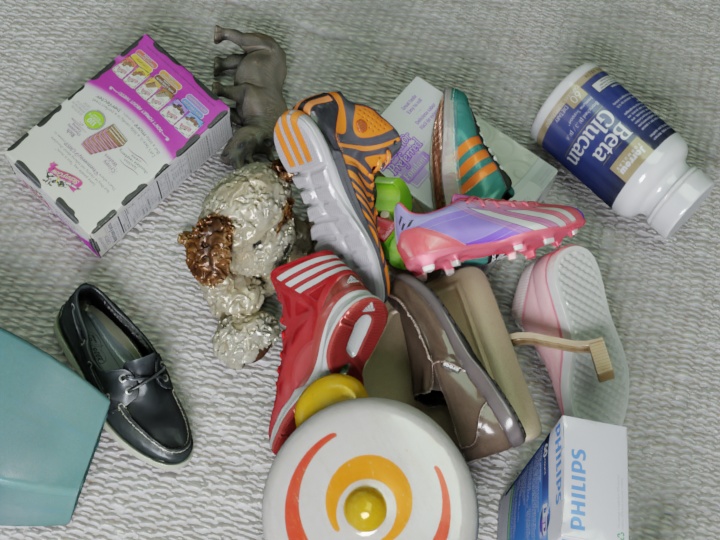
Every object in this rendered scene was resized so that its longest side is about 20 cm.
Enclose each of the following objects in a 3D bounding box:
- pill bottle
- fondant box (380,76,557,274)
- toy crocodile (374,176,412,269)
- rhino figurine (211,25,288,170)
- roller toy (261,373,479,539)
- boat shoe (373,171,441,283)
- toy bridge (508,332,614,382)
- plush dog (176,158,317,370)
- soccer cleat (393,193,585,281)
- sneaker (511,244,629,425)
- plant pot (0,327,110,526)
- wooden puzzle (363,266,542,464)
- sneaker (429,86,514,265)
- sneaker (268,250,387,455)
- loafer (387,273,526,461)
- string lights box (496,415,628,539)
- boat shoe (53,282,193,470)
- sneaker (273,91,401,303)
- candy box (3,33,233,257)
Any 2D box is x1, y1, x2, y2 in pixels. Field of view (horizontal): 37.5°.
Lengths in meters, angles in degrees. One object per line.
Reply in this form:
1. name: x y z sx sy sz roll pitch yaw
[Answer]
1. pill bottle: 0.300 -0.133 1.209 0.111 0.112 0.200 -37 71 -28
2. fondant box: 0.099 -0.107 1.185 0.199 0.059 0.145 35 59 12
3. toy crocodile: 0.000 0.000 1.043 0.067 0.062 0.202 18 69 30
4. rhino figurine: -0.124 -0.187 1.190 0.086 0.060 0.203 1 60 -7
5. roller toy: 0.011 0.204 0.897 0.179 0.140 0.203 16 75 11
6. boat shoe: 0.013 -0.064 1.134 0.072 0.065 0.201 -42 93 -11
7. toy bridge: 0.142 0.099 1.031 0.197 0.027 0.068 -18 62 12
8. plush dog: -0.109 -0.035 1.030 0.159 0.173 0.200 35 59 12
9. soccer cleat: 0.126 -0.046 1.026 0.197 0.067 0.078 -13 77 -16
10. sneaker: 0.213 0.077 1.094 0.074 0.104 0.204 -11 90 -20
11. plant pot: -0.325 0.134 0.909 0.197 0.142 0.143 19 56 -10
12. wooden puzzle: 0.056 0.111 1.027 0.197 0.037 0.188 -21 62 5
13. sneaker: 0.118 -0.098 1.112 0.078 0.072 0.204 2 68 -9
14. sneaker: -0.048 0.069 0.985 0.077 0.202 0.116 4 38 -39
15. loafer: 0.071 0.088 0.969 0.070 0.073 0.201 -34 59 0
16. string lights box: 0.168 0.216 0.913 0.058 0.201 0.104 11 57 -4
17. boat shoe: -0.215 0.092 0.987 0.074 0.066 0.200 -14 58 -42
18. sneaker: 0.004 -0.072 0.988 0.112 0.077 0.203 -34 112 -39
19. candy box: -0.248 -0.132 1.109 0.136 0.061 0.200 41 71 15
